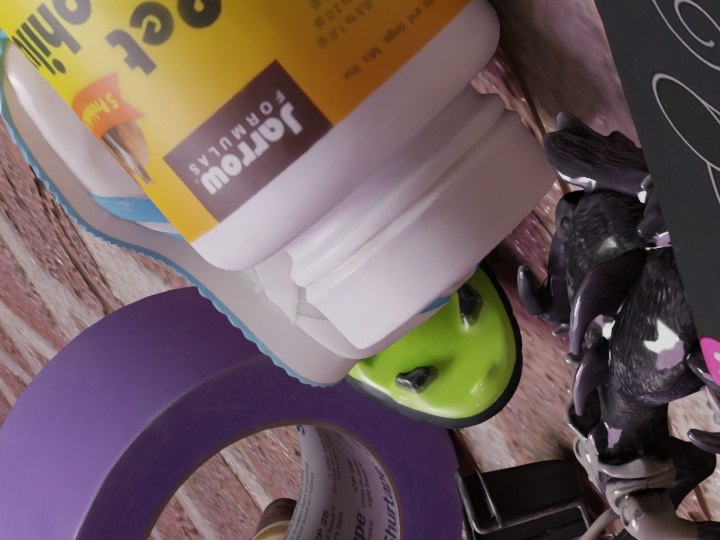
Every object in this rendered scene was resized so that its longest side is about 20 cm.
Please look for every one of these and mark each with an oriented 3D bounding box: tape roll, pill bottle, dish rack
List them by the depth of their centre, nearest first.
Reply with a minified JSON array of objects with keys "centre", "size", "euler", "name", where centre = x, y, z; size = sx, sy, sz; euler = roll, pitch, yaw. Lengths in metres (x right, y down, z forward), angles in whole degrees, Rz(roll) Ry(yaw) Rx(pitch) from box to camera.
[{"centre":[-0.037,-0.077,0.813],"size":[0.200,0.109,0.109],"euler":[48,167,-4],"name":"pill bottle"},{"centre":[0.094,0.179,1.127],"size":[0.153,0.054,0.200],"euler":[74,178,-65],"name":"dish rack"},{"centre":[-0.060,0.113,1.251],"size":[0.085,0.200,0.200],"euler":[30,158,52],"name":"tape roll"}]

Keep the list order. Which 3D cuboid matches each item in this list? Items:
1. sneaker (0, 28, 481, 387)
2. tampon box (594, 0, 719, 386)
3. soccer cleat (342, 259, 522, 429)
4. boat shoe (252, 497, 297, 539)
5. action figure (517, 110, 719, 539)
[{"centre":[-0.041,-0.040,0.915],"size":[0.200,0.081,0.077],"euler":[35,-151,-42],"name":"sneaker"},{"centre":[0.119,-0.044,0.359],"size":[0.150,0.126,0.200],"euler":[37,163,37],"name":"tampon box"},{"centre":[0.000,0.000,1.054],"size":[0.200,0.068,0.081],"euler":[37,-179,42],"name":"soccer cleat"},{"centre":[0.018,0.198,1.588],"size":[0.200,0.072,0.072],"euler":[40,-160,-12],"name":"boat shoe"},{"centre":[0.093,0.029,0.742],"size":[0.119,0.102,0.200],"euler":[47,144,42],"name":"action figure"}]
